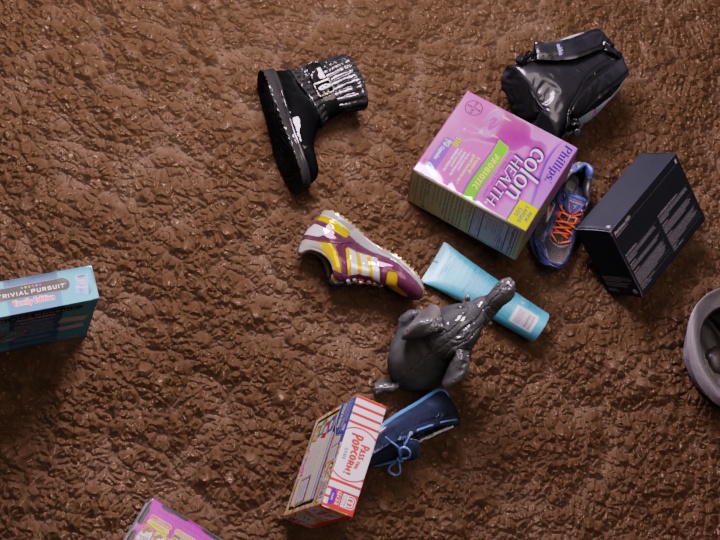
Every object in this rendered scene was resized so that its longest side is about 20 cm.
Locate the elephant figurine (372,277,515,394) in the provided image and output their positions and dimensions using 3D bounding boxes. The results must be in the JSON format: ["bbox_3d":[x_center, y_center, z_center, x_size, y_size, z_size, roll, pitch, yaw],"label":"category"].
[{"bbox_3d":[0.120,0.096,1.610,0.141,0.200,0.156,11,71,-15],"label":"elephant figurine"}]

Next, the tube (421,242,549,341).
[{"bbox_3d":[0.197,0.038,1.741,0.200,0.050,0.078,32,62,-1],"label":"tube"}]

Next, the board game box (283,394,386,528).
[{"bbox_3d":[-0.038,0.261,1.508,0.046,0.200,0.152,23,68,-11],"label":"board game box"}]

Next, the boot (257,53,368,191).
[{"bbox_3d":[-0.058,-0.232,1.719,0.158,0.079,0.212,-11,77,-21],"label":"boot"}]

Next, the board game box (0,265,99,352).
[{"bbox_3d":[-0.425,0.055,1.444,0.151,0.200,0.047,-11,77,-21],"label":"board game box"}]

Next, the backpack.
[{"bbox_3d":[0.340,-0.313,1.851,0.200,0.127,0.167,-34,98,-25],"label":"backpack"}]

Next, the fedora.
[{"bbox_3d":[0.586,0.130,1.813,0.177,0.090,0.200,-23,89,-21],"label":"fedora"}]

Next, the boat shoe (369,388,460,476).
[{"bbox_3d":[0.065,0.242,1.611,0.200,0.084,0.069,-32,74,-22],"label":"boat shoe"}]

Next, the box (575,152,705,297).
[{"bbox_3d":[0.456,-0.077,1.815,0.200,0.079,0.141,-46,122,-25],"label":"box"}]

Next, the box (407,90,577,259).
[{"bbox_3d":[0.203,-0.149,1.742,0.200,0.097,0.176,30,66,11],"label":"box"}]

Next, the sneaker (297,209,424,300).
[{"bbox_3d":[0.000,0.000,1.678,0.200,0.075,0.090,35,74,2],"label":"sneaker"}]

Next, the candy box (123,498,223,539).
[{"bbox_3d":[-0.271,0.419,1.459,0.136,0.061,0.200,33,66,-6],"label":"candy box"}]

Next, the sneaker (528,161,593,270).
[{"bbox_3d":[0.327,-0.094,1.804,0.075,0.078,0.200,20,68,-11],"label":"sneaker"}]
